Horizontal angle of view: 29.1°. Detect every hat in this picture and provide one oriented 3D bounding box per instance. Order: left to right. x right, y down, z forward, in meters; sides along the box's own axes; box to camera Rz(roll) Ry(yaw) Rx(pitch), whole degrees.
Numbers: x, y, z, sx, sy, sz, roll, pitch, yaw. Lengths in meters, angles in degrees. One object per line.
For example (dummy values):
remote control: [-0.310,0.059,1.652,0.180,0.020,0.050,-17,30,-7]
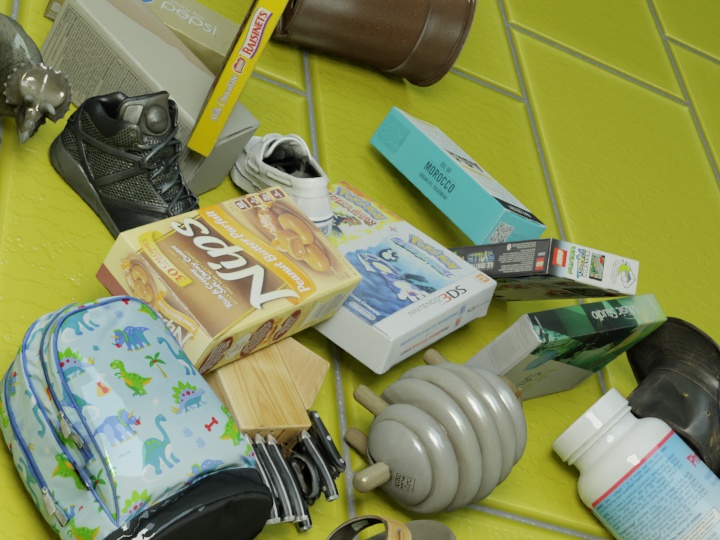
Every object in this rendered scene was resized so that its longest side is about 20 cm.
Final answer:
hat: [0.313,0.151,1.364,0.081,0.201,0.201,-32,72,-23]

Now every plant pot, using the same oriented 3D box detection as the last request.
plant pot: [0.000,-0.322,1.560,0.197,0.201,0.201,6,47,-26]

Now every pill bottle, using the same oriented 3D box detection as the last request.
pill bottle: [0.275,0.210,1.293,0.200,0.109,0.109,48,38,11]

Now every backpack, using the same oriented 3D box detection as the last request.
backpack: [-0.174,0.118,1.002,0.163,0.154,0.200,-17,50,-41]

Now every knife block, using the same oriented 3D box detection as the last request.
knife block: [-0.101,0.117,1.108,0.200,0.064,0.176,35,36,-6]

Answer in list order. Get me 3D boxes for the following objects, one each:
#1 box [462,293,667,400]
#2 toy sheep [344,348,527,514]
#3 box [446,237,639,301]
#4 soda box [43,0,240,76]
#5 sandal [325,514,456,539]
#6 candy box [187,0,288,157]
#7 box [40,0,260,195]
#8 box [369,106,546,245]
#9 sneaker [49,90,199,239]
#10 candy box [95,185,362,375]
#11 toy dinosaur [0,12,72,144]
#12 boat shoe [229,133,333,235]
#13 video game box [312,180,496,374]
box: [0.182,0.080,1.319,0.199,0.144,0.036,-8,64,-44]
toy sheep: [0.065,0.141,1.177,0.200,0.138,0.138,-27,70,-36]
box: [0.164,0.002,1.358,0.110,0.200,0.035,14,81,-30]
soda box: [-0.210,-0.247,1.397,0.199,0.064,0.068,27,38,-15]
sandal: [0.001,0.219,1.073,0.199,0.054,0.080,-5,18,-39]
candy box: [-0.092,-0.199,1.180,0.026,0.200,0.102,27,38,-9]
box: [-0.200,-0.167,1.297,0.200,0.095,0.078,47,37,8]
box: [0.100,-0.091,1.451,0.082,0.049,0.200,18,23,-49]
sneaker: [-0.178,-0.078,1.209,0.200,0.114,0.076,47,39,8]
candy box: [-0.102,0.005,1.125,0.115,0.055,0.200,47,34,15]
toy dinosaur: [-0.308,-0.178,1.209,0.077,0.102,0.200,-7,57,-44]
boat shoe: [-0.070,-0.096,1.300,0.073,0.066,0.200,-5,27,-25]
video game box: [0.000,0.000,1.290,0.200,0.047,0.182,34,31,22]
